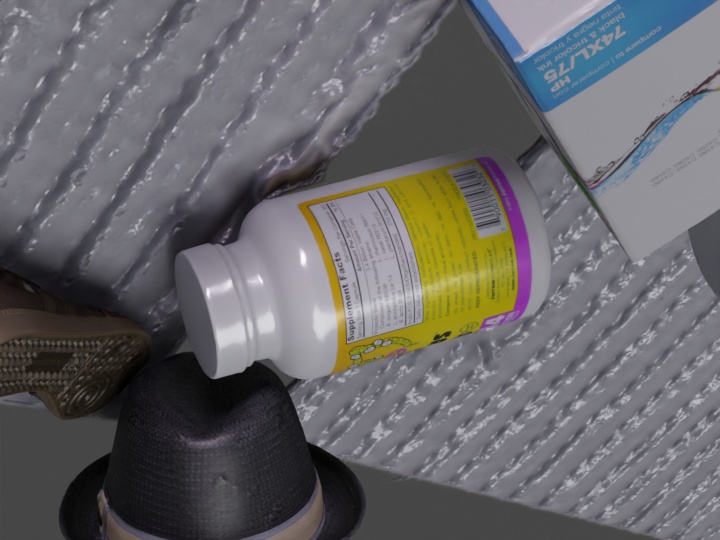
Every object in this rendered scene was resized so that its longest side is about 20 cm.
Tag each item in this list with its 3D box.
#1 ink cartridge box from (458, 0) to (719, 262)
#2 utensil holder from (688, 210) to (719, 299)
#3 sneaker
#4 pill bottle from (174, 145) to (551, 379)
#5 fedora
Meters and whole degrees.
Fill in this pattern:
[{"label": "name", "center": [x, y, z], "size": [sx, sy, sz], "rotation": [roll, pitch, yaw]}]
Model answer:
[{"label": "ink cartridge box", "center": [0.138, -0.136, 0.911], "size": [0.146, 0.147, 0.200], "rotation": [-34, 143, 5]}, {"label": "utensil holder", "center": [0.330, -0.047, 1.129], "size": [0.199, 0.170, 0.170], "rotation": [0, 134, -29]}, {"label": "sneaker", "center": [-0.178, 0.029, 0.970], "size": [0.070, 0.076, 0.200], "rotation": [-45, 163, 4]}, {"label": "pill bottle", "center": [0.000, 0.000, 1.014], "size": [0.199, 0.104, 0.105], "rotation": [-15, 141, -18]}, {"label": "fedora", "center": [-0.087, 0.103, 1.041], "size": [0.200, 0.200, 0.092], "rotation": [-9, 111, -25]}]
